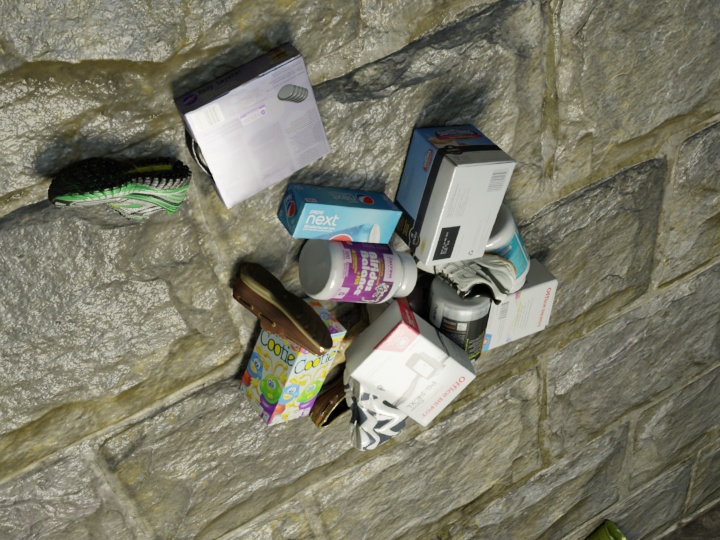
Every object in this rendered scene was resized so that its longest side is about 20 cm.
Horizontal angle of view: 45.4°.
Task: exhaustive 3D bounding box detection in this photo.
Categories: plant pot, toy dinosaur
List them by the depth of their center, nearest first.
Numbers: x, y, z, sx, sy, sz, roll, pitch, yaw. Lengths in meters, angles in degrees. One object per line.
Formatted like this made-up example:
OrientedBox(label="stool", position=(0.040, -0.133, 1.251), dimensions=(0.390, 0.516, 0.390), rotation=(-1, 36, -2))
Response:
OrientedBox(label="toy dinosaur", position=(-0.050, 0.157, 1.644), dimensions=(0.101, 0.058, 0.200), rotation=(20, 112, -45))
OrientedBox(label="plant pot", position=(0.807, 0.979, 2.891), dimensions=(0.193, 0.201, 0.200), rotation=(-38, 140, 17))

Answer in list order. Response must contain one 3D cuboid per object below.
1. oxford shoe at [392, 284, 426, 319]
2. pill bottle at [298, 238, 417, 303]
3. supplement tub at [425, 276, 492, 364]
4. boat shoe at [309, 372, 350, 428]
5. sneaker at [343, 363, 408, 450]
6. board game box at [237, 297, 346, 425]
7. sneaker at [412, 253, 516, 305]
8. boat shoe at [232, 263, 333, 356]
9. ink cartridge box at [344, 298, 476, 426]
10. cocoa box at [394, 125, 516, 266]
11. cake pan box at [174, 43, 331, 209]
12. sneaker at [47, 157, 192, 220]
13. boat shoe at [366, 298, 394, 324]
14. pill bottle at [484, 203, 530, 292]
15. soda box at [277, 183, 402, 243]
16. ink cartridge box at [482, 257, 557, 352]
OrientedBox(label="oxford shoe", position=(0.102, 0.114, 1.708), dimensions=(0.072, 0.071, 0.201), rotation=(-27, 138, -23))
OrientedBox(label="pill bottle", position=(0.000, 0.000, 1.502), dimensions=(0.199, 0.112, 0.113), rotation=(5, 122, -38))
OrientedBox(label="supplement tub", position=(0.186, 0.108, 1.680), dimensions=(0.122, 0.123, 0.201), rotation=(-16, 133, -24))
OrientedBox(label="boat shoe", position=(-0.017, 0.245, 1.736), dimensions=(0.200, 0.068, 0.072), rotation=(-38, 138, -2))
OrientedBox(label="sneaker", position=(0.043, 0.244, 1.679), dimensions=(0.129, 0.079, 0.201), rotation=(-8, 95, -27))
OrientedBox(label="board game box", position=(-0.125, 0.163, 1.548), dimensions=(0.104, 0.103, 0.201), rotation=(-8, 130, -46))
OrientedBox(label="sneaker", position=(0.182, 0.008, 1.580), dimensions=(0.076, 0.199, 0.088), rotation=(64, 43, -57))
OrientedBox(label="boat shoe", position=(-0.131, 0.075, 1.432), dimensions=(0.068, 0.200, 0.072), rotation=(-53, 171, 24))
OrientedBox(label="ink cartridge box", position=(0.093, 0.173, 1.583), dimensions=(0.200, 0.084, 0.145), rotation=(37, 106, -24))
OrientedBox(label="cocoa box", position=(0.153, -0.131, 1.483), dimensions=(0.133, 0.131, 0.201), rotation=(-9, 130, -30))
OrientedBox(label="cake pan box", position=(-0.154, -0.207, 1.260), dimensions=(0.199, 0.052, 0.185), rotation=(-31, 136, -10))
OrientedBox(label="sneaker", position=(-0.333, -0.103, 1.200), dimensions=(0.199, 0.078, 0.086), rotation=(-5, 129, -33))
OrientedBox(label="boat shoe", position=(0.055, 0.135, 1.640), dimensions=(0.070, 0.070, 0.201), rotation=(-49, 126, -42))
OrientedBox(label="pill bottle", position=(0.262, -0.037, 1.659), dimensions=(0.111, 0.111, 0.200), rotation=(-37, 138, -2))
OrientedBox(label="soda box", position=(-0.033, -0.093, 1.434), dimensions=(0.199, 0.064, 0.068), rotation=(3, 124, -36))
OrientedBox(label="ink cartridge box", position=(0.302, 0.075, 1.804), dimensions=(0.199, 0.085, 0.145), rotation=(-16, 134, -23))
